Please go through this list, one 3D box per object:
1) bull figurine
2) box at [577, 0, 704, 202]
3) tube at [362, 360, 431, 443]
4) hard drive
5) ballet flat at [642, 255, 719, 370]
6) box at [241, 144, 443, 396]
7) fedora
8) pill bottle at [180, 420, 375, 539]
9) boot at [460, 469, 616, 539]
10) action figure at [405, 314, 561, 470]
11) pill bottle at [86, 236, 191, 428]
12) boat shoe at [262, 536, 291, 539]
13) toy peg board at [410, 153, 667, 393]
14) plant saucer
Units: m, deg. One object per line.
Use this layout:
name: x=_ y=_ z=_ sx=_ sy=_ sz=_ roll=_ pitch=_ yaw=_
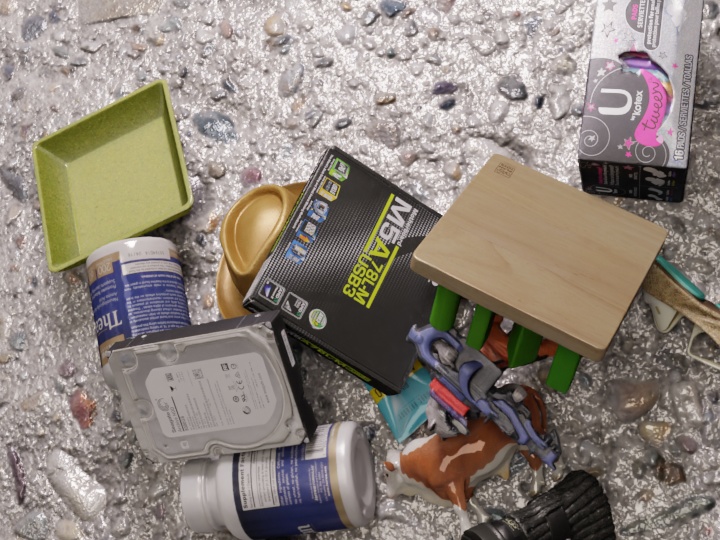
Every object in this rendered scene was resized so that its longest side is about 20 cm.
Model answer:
bull figurine: x=0.118 y=0.206 z=1.182 sx=0.199 sy=0.065 sz=0.122 roll=-34 pitch=74 yaw=7
box: x=0.295 y=-0.190 z=1.181 sx=0.113 sy=0.132 sz=0.204 roll=5 pitch=79 yaw=15
tube: x=0.015 y=0.088 z=1.251 sx=0.077 sy=0.050 sz=0.201 roll=-39 pitch=74 yaw=7
hard drive: x=-0.156 y=0.125 z=1.170 sx=0.197 sy=0.038 sz=0.142 roll=-9 pitch=109 yaw=21
ballet flat: x=0.344 y=0.050 z=1.152 sx=0.199 sy=0.070 sz=0.066 roll=41 pitch=105 yaw=24
box: x=0.000 y=0.000 z=1.202 sx=0.192 sy=0.047 sz=0.202 roll=31 pitch=71 yaw=-9
fedora: x=-0.103 y=-0.030 z=1.257 sx=0.198 sy=0.082 sz=0.203 roll=-18 pitch=52 yaw=24
pill bottle: x=-0.090 y=0.232 z=1.212 sx=0.197 sy=0.111 sz=0.113 roll=-10 pitch=75 yaw=14
boot: x=0.179 y=0.316 z=1.130 sx=0.156 sy=0.214 sz=0.079 roll=-19 pitch=36 yaw=-30
action figure: x=0.151 y=0.111 z=1.151 sx=0.193 sy=0.105 sz=0.201 roll=-40 pitch=77 yaw=-3
pill bottle: x=-0.249 y=0.073 z=1.293 sx=0.109 sy=0.111 sz=0.203 roll=-17 pitch=74 yaw=12
boat shoe: x=-0.031 y=0.346 z=1.199 sx=0.200 sy=0.074 sz=0.063 roll=33 pitch=53 yaw=29
toy peg board: x=0.171 y=0.008 z=1.111 sx=0.198 sy=0.099 sz=0.199 roll=26 pitch=45 yaw=15
plant saucer: x=-0.295 y=-0.108 z=1.364 sx=0.198 sy=0.048 sz=0.202 roll=-24 pitch=59 yaw=11
